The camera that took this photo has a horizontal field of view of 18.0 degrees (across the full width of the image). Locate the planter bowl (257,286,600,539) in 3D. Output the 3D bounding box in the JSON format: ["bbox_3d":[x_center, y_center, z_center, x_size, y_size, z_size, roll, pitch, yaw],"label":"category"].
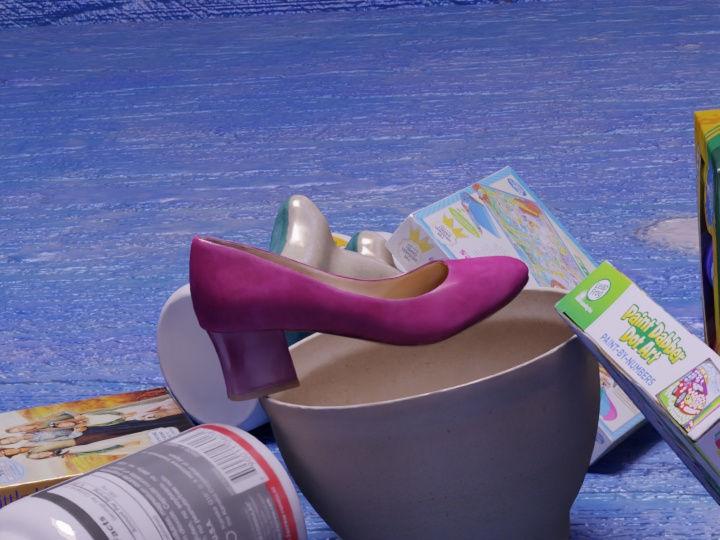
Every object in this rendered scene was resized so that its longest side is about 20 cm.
[{"bbox_3d":[0.050,0.104,1.321,0.200,0.135,0.200,-12,13,3],"label":"planter bowl"}]

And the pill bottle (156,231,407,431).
[{"bbox_3d":[-0.041,0.036,1.639,0.113,0.113,0.200,10,22,40],"label":"pill bottle"}]

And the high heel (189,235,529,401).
[{"bbox_3d":[0.000,0.000,1.300,0.200,0.096,0.067,-17,14,-13],"label":"high heel"}]

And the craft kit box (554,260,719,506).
[{"bbox_3d":[0.204,0.104,1.191,0.049,0.200,0.198,-40,25,3],"label":"craft kit box"}]

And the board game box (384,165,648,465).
[{"bbox_3d":[0.124,0.028,1.531,0.200,0.034,0.134,49,36,11],"label":"board game box"}]

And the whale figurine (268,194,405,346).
[{"bbox_3d":[-0.020,0.040,1.494,0.104,0.200,0.159,-12,49,27],"label":"whale figurine"}]

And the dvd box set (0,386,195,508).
[{"bbox_3d":[-0.210,0.126,1.524,0.200,0.029,0.146,-8,17,-15],"label":"dvd box set"}]

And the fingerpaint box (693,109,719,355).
[{"bbox_3d":[0.264,0.006,1.505,0.073,0.200,0.167,-4,17,5],"label":"fingerpaint box"}]

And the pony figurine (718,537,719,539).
[{"bbox_3d":[0.173,0.198,1.008,0.193,0.167,0.200,-16,34,-13],"label":"pony figurine"}]

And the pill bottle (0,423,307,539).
[{"bbox_3d":[-0.134,0.164,1.225,0.114,0.114,0.200,11,23,43],"label":"pill bottle"}]
